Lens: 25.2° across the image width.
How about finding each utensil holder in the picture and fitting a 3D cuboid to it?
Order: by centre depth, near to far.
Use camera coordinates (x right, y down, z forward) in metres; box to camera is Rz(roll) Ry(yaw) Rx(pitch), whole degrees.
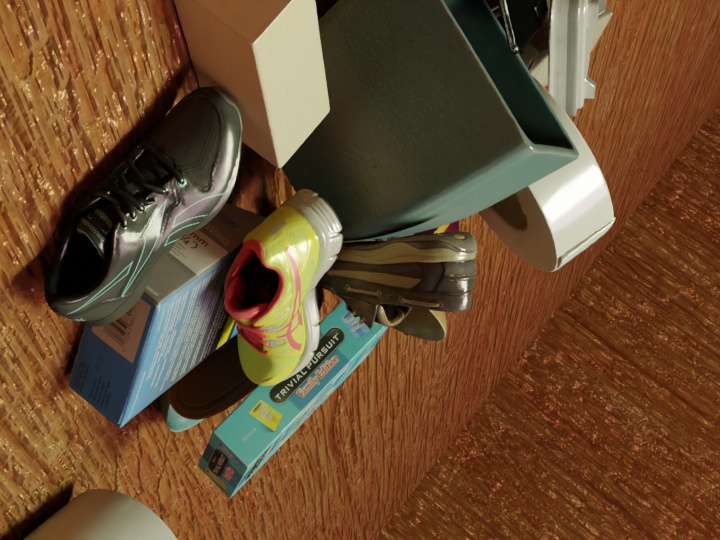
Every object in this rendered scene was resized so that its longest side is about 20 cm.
[{"bbox_3d":[-0.265,0.315,1.440,0.200,0.169,0.171,-40,161,-47],"label":"utensil holder"}]

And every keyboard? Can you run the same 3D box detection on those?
[{"bbox_3d":[0.115,-0.291,1.353,0.104,0.039,0.202,-47,132,-45],"label":"keyboard"}]

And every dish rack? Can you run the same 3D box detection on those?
[{"bbox_3d":[0.206,-0.255,1.506,0.173,0.043,0.202,81,17,-50],"label":"dish rack"}]

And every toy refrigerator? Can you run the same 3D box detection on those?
[{"bbox_3d":[-0.072,-0.157,1.137,0.070,0.076,0.200,-50,165,-13],"label":"toy refrigerator"}]

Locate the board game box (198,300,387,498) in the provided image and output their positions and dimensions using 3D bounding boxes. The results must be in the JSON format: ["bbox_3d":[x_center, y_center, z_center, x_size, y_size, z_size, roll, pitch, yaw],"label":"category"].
[{"bbox_3d":[-0.059,0.109,1.472,0.200,0.047,0.151,-45,175,-20],"label":"board game box"}]

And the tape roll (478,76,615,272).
[{"bbox_3d":[0.150,-0.099,1.510,0.070,0.203,0.203,-35,162,-11],"label":"tape roll"}]

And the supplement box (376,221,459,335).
[{"bbox_3d":[0.025,-0.033,1.631,0.104,0.130,0.200,-52,167,-11],"label":"supplement box"}]

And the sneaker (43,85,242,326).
[{"bbox_3d":[-0.154,-0.043,1.142,0.201,0.075,0.079,-56,163,7],"label":"sneaker"}]

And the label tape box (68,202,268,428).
[{"bbox_3d":[-0.145,0.019,1.339,0.200,0.063,0.145,-39,159,-48],"label":"label tape box"}]

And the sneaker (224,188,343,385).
[{"bbox_3d":[-0.080,0.024,1.309,0.090,0.078,0.202,-31,148,-39],"label":"sneaker"}]

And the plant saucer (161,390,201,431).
[{"bbox_3d":[-0.133,0.070,1.578,0.201,0.027,0.201,-50,165,-18],"label":"plant saucer"}]

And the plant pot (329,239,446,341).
[{"bbox_3d":[0.000,0.000,1.493,0.028,0.199,0.200,-56,167,-13],"label":"plant pot"}]

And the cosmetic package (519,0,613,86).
[{"bbox_3d":[0.170,-0.246,1.658,0.199,0.103,0.074,-31,155,-54],"label":"cosmetic package"}]

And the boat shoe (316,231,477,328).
[{"bbox_3d":[0.011,0.012,1.321,0.074,0.198,0.074,-6,90,-46],"label":"boat shoe"}]

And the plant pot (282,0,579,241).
[{"bbox_3d":[0.036,-0.124,1.341,0.199,0.197,0.196,-34,171,17],"label":"plant pot"}]

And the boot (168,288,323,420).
[{"bbox_3d":[-0.107,0.080,1.517,0.201,0.076,0.156,-56,172,-23],"label":"boot"}]

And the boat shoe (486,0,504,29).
[{"bbox_3d":[0.082,-0.206,1.487,0.200,0.057,0.067,-41,159,5],"label":"boat shoe"}]
